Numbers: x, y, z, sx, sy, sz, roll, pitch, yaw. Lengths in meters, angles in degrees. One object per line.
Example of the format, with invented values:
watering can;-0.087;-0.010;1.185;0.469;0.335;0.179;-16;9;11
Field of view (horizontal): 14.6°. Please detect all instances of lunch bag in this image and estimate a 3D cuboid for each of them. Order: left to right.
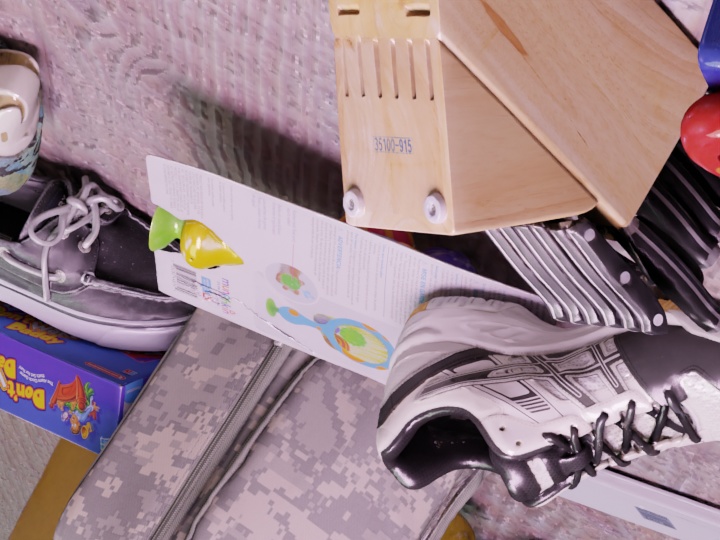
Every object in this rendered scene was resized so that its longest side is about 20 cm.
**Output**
lunch bag;-0.034;0.120;1.458;0.167;0.200;0.139;28;166;27

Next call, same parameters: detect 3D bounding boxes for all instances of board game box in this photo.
board game box;-0.162;0.037;1.571;0.200;0.045;0.134;21;-155;34

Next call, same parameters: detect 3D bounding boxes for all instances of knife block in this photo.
knife block;0.077;-0.072;0.983;0.064;0.175;0.201;7;104;53

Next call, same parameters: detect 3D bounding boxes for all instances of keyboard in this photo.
keyboard;0.150;0.123;1.457;0.200;0.011;0.056;18;163;41

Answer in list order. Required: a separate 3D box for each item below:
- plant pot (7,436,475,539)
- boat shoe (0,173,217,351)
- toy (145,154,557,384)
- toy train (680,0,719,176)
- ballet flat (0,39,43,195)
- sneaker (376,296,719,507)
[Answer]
plant pot;-0.054;0.161;1.634;0.200;0.195;0.196;6;150;38
boat shoe;-0.159;-0.019;1.510;0.199;0.074;0.068;21;141;15
toy;0.000;0.000;1.300;0.199;0.047;0.115;18;148;11
toy train;0.183;-0.027;0.880;0.115;0.085;0.200;6;152;29
ballet flat;-0.195;-0.100;1.363;0.074;0.074;0.200;19;162;38
sneaker;0.098;0.065;1.202;0.199;0.088;0.076;-1;139;33
